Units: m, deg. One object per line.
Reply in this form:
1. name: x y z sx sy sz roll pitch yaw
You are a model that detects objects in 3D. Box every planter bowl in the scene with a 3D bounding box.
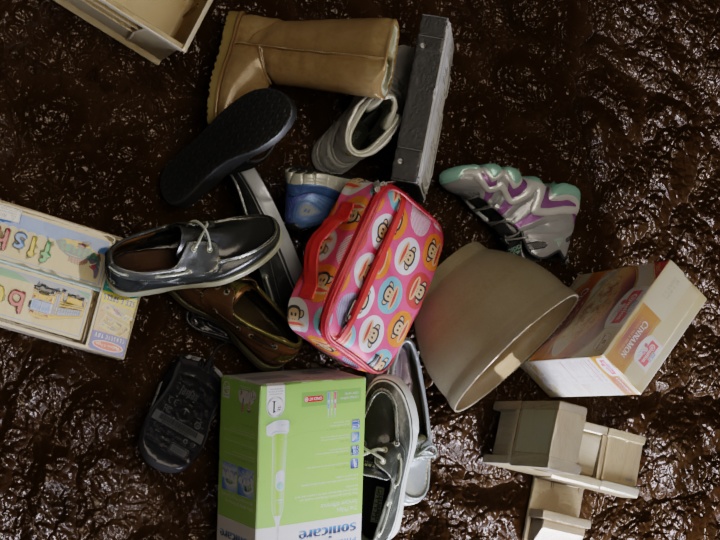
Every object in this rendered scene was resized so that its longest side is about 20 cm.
1. planter bowl: 0.142 0.051 1.770 0.200 0.200 0.135 -36 75 -23

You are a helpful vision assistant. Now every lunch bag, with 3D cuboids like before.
1. lunch bag: 0.000 0.000 1.671 0.176 0.082 0.200 38 71 -49

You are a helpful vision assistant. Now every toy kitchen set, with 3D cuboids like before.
1. toy kitchen set: 0.269 0.259 1.798 0.200 0.180 0.164 15 80 -18

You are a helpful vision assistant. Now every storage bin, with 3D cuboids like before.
1. storage bin: -0.249 -0.370 1.673 0.198 0.094 0.200 31 73 -19

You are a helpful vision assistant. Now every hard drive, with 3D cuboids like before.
1. hard drive: 0.076 -0.190 1.773 0.038 0.140 0.200 9 83 7

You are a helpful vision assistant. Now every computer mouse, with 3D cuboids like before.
1. computer mouse: -0.168 0.152 1.687 0.140 0.046 0.200 27 63 -16

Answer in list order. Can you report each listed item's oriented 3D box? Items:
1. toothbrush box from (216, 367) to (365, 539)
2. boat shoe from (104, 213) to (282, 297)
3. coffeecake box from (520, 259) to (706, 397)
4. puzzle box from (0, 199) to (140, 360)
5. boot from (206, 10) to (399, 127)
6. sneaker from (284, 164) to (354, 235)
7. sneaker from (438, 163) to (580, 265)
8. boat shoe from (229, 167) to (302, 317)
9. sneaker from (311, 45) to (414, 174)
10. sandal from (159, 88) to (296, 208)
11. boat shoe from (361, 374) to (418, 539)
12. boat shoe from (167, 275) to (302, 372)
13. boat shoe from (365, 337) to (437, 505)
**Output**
1. toothbrush box: -0.077 0.215 1.665 0.145 0.086 0.200 -2 95 -37
2. boat shoe: -0.181 -0.023 1.627 0.200 0.068 0.072 -14 62 -11
3. coffeecake box: 0.303 0.074 1.822 0.073 0.200 0.154 45 69 -14
4. puzzle box: -0.338 0.010 1.632 0.200 0.025 0.133 17 78 -22
5. boot: -0.067 -0.217 1.701 0.200 0.066 0.176 7 79 10
6. sneaker: -0.019 -0.066 1.747 0.200 0.078 0.089 8 97 -45
7. sneaker: 0.184 -0.051 1.847 0.200 0.078 0.140 10 80 -23
8. boat shoe: -0.120 -0.039 1.713 0.068 0.074 0.200 -24 105 -5
9. sneaker: 0.031 -0.199 1.772 0.074 0.116 0.200 40 68 -14
10. sandal: -0.142 -0.137 1.664 0.048 0.200 0.075 17 49 -50
11. boat shoe: 0.022 0.221 1.716 0.064 0.071 0.200 -3 97 -69
12. boat shoe: -0.145 0.027 1.678 0.200 0.068 0.072 39 55 -6
13. boat shoe: 0.050 0.179 1.770 0.074 0.065 0.202 -2 87 -24
